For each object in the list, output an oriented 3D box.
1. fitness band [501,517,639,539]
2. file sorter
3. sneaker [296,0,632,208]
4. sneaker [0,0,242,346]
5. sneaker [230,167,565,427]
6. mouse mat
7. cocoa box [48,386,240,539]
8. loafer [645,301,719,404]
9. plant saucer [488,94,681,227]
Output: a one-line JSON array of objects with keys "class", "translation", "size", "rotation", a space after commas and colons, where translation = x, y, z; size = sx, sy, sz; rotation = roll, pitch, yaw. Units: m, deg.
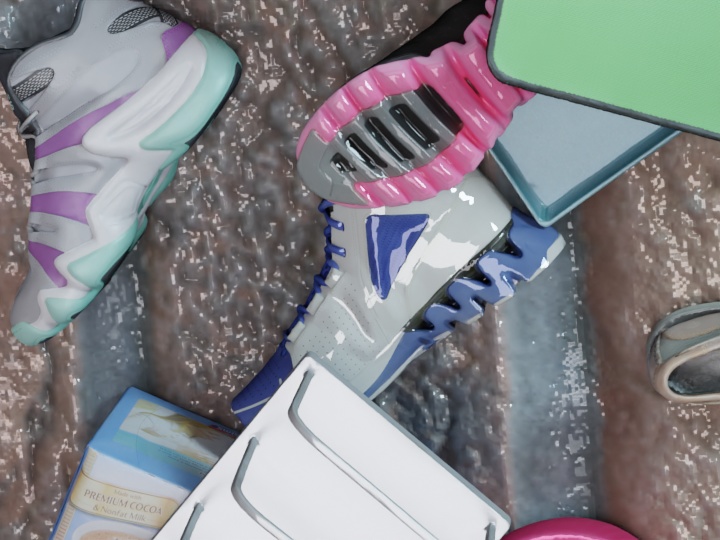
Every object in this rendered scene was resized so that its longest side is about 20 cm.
[{"class": "fitness band", "translation": [0.119, 0.238, 1.605], "size": [0.143, 0.037, 0.201], "rotation": [-7, 105, 8]}, {"class": "file sorter", "translation": [-0.040, 0.170, 1.425], "size": [0.139, 0.125, 0.200], "rotation": [39, 99, -3]}, {"class": "sneaker", "translation": [0.051, -0.105, 1.491], "size": [0.199, 0.095, 0.079], "rotation": [-34, 106, 1]}, {"class": "sneaker", "translation": [-0.171, -0.071, 1.545], "size": [0.140, 0.078, 0.201], "rotation": [34, 96, -1]}, {"class": "sneaker", "translation": [0.001, 0.000, 1.542], "size": [0.199, 0.081, 0.115], "rotation": [-37, 94, 7]}, {"class": "mouse mat", "translation": [0.168, -0.154, 1.457], "size": [0.199, 0.008, 0.162], "rotation": [14, 87, -18]}, {"class": "cocoa box", "translation": [-0.073, 0.172, 1.560], "size": [0.199, 0.133, 0.132], "rotation": [23, 104, 0]}, {"class": "loafer", "translation": [0.252, 0.040, 1.524], "size": [0.199, 0.063, 0.072], "rotation": [-12, 103, 10]}, {"class": "plant saucer", "translation": [0.159, -0.108, 1.507], "size": [0.200, 0.019, 0.070], "rotation": [-35, 98, 4]}]
